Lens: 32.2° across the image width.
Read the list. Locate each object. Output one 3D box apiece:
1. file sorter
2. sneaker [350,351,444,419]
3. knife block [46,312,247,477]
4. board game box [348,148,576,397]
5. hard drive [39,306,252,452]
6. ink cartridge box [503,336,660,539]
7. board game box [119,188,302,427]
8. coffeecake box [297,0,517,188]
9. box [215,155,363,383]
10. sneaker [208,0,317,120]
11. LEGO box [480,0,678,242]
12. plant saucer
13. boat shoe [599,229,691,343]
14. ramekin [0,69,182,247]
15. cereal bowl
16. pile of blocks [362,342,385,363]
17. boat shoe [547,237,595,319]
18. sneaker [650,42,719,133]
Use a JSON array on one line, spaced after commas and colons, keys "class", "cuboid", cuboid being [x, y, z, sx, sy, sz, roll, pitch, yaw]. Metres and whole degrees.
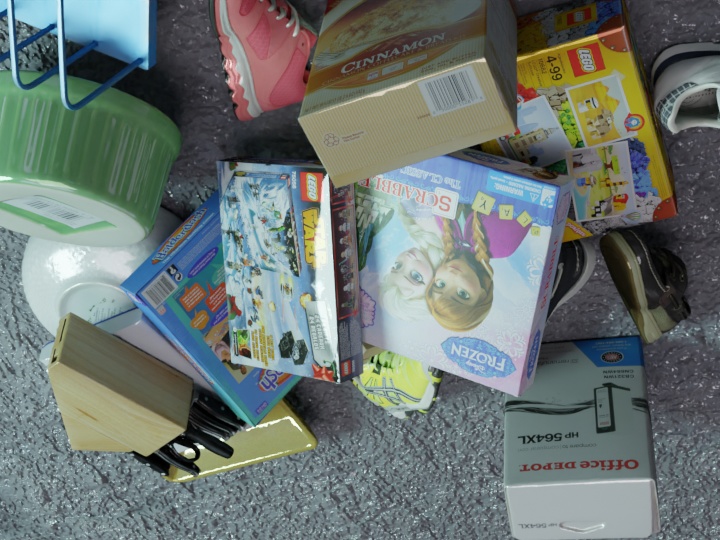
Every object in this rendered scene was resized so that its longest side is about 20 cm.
[{"class": "file sorter", "cuboid": [-0.282, -0.236, 1.016, 0.200, 0.123, 0.139, 23, 131, 16]}, {"class": "sneaker", "cuboid": [0.038, 0.105, 1.281, 0.076, 0.075, 0.200, 23, 155, -6]}, {"class": "knife block", "cuboid": [-0.206, 0.130, 1.245, 0.175, 0.064, 0.200, 0, 138, 1]}, {"class": "board game box", "cuboid": [0.075, -0.012, 1.116, 0.200, 0.041, 0.200, 18, 114, 24]}, {"class": "hard drive", "cuboid": [-0.217, 0.120, 1.302, 0.132, 0.025, 0.200, -21, 133, 23]}, {"class": "ink cartridge box", "cuboid": [0.222, 0.168, 1.266, 0.146, 0.200, 0.084, -5, 128, 11]}, {"class": "board game box", "cuboid": [-0.119, 0.035, 1.245, 0.200, 0.152, 0.045, 53, 162, -29]}, {"class": "coffeecake box", "cuboid": [0.044, -0.171, 1.015, 0.153, 0.200, 0.073, -16, 125, 19]}, {"class": "box", "cuboid": [-0.066, -0.004, 1.159, 0.137, 0.040, 0.200, 8, 107, 37]}, {"class": "sneaker", "cuboid": [-0.083, -0.216, 1.078, 0.087, 0.074, 0.200, -9, 145, -1]}, {"class": "LEGO box", "cuboid": [0.185, -0.129, 1.109, 0.149, 0.077, 0.200, -14, 126, 18]}, {"class": "plant saucer", "cuboid": [-0.175, 0.147, 1.386, 0.200, 0.048, 0.200, -17, 134, 19]}, {"class": "boat shoe", "cuboid": [0.278, 0.006, 1.192, 0.066, 0.072, 0.201, -29, 149, 5]}, {"class": "ramekin", "cuboid": [-0.268, -0.093, 1.124, 0.200, 0.098, 0.200, 8, 164, 2]}, {"class": "cereal bowl", "cuboid": [-0.256, 0.021, 1.286, 0.200, 0.083, 0.200, 4, 128, 5]}, {"class": "pile of blocks", "cuboid": [0.000, 0.000, 1.234, 0.082, 0.062, 0.200, 20, 115, 39]}, {"class": "boat shoe", "cuboid": [0.155, 0.039, 1.245, 0.060, 0.076, 0.200, -4, 132, -44]}, {"class": "sneaker", "cuboid": [0.351, -0.158, 1.065, 0.200, 0.081, 0.076, -11, 125, 14]}]
